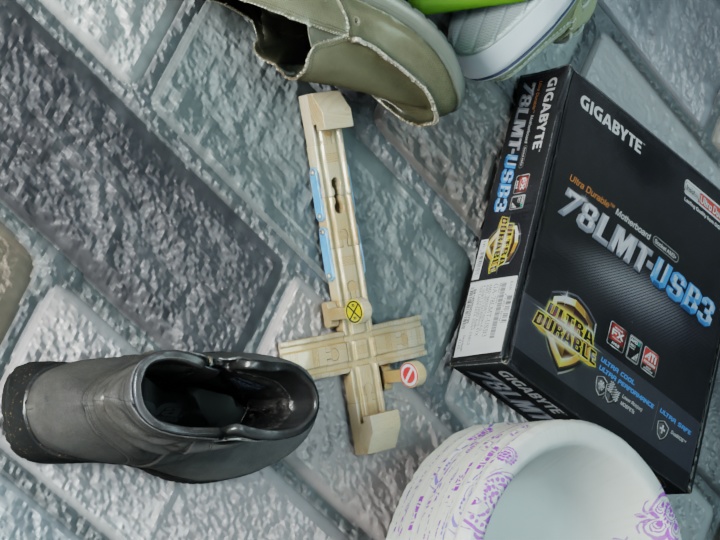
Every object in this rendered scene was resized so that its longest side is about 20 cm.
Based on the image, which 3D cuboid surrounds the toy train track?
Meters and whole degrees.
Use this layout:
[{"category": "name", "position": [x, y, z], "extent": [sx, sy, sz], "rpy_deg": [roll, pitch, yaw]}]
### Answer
[{"category": "toy train track", "position": [0.000, 0.000, 1.298], "extent": [0.114, 0.032, 0.202], "rpy_deg": [-10, 91, -46]}]

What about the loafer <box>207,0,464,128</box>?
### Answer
[{"category": "loafer", "position": [-0.025, -0.129, 1.272], "extent": [0.200, 0.075, 0.070], "rpy_deg": [35, 72, -32]}]

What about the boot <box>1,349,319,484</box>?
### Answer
[{"category": "boot", "position": [-0.064, 0.070, 1.152], "extent": [0.199, 0.131, 0.070], "rpy_deg": [-3, 86, -46]}]

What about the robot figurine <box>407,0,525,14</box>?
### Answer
[{"category": "robot figurine", "position": [0.059, -0.237, 1.331], "extent": [0.199, 0.115, 0.177], "rpy_deg": [-15, 98, -46]}]

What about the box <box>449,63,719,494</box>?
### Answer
[{"category": "box", "position": [0.151, 0.009, 1.444], "extent": [0.200, 0.049, 0.200], "rpy_deg": [35, 62, -38]}]

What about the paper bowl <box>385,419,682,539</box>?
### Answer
[{"category": "paper bowl", "position": [0.086, 0.185, 1.311], "extent": [0.200, 0.104, 0.202], "rpy_deg": [7, 80, -45]}]

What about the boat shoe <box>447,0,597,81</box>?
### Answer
[{"category": "boat shoe", "position": [0.119, -0.171, 1.418], "extent": [0.200, 0.072, 0.062], "rpy_deg": [-54, 127, -37]}]
